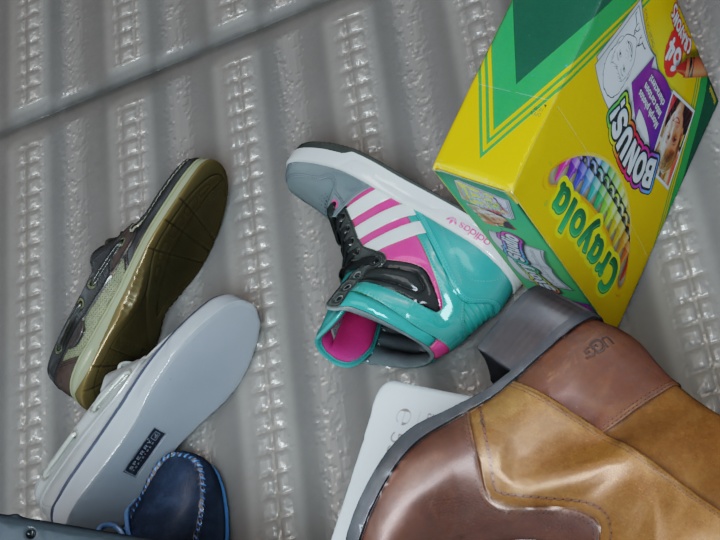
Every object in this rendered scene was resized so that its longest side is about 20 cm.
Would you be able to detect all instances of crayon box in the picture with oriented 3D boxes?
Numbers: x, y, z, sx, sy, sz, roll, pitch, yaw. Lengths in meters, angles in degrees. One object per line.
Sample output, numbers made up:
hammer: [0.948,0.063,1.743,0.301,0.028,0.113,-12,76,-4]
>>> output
crayon box: [0.134,-0.081,0.851,0.058,0.200,0.173,17,74,32]

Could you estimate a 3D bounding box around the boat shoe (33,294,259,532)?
boat shoe: [-0.149,0.093,0.998,0.066,0.072,0.200,32,86,40]

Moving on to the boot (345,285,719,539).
boot: [0.108,0.129,0.656,0.200,0.069,0.188,35,76,28]

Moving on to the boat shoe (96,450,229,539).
boat shoe: [-0.134,0.209,0.927,0.084,0.069,0.201,-4,64,26]

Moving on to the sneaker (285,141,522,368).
sneaker: [0.000,0.000,0.959,0.200,0.084,0.121,29,72,34]

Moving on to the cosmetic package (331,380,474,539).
cosmetic package: [0.103,0.175,0.761,0.199,0.166,0.168,8,70,29]

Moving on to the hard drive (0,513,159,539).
hard drive: [-0.113,0.182,0.830,0.199,0.140,0.033,11,67,-10]

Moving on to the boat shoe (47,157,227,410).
boat shoe: [-0.165,0.002,1.046,0.065,0.073,0.201,23,78,29]
